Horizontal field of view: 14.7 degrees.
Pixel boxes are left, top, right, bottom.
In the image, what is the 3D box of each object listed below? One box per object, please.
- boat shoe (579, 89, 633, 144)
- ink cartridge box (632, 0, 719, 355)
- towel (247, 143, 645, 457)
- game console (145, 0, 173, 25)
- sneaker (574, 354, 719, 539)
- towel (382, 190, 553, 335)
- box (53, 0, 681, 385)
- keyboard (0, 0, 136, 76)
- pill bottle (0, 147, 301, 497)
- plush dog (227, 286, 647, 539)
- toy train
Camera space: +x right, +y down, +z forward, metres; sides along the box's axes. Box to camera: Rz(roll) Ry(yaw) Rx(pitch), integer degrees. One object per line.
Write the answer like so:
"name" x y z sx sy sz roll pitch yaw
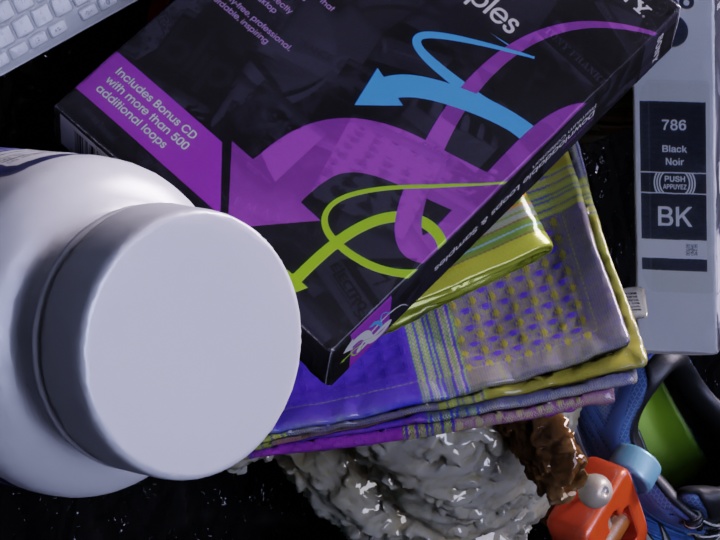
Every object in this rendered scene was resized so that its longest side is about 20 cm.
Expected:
"boat shoe" 0.060 -0.099 1.167 0.199 0.074 0.076 8 87 -40
"ink cartridge box" 0.136 -0.075 1.138 0.099 0.039 0.201 -44 133 -66
"towel" 0.000 0.000 1.083 0.199 0.023 0.144 -9 59 -3
"game console" 0.004 -0.124 1.182 0.199 0.031 0.178 21 82 -39
"sneaker" 0.148 0.111 1.283 0.079 0.089 0.201 -42 121 -27
"towel" -0.007 -0.073 1.079 0.086 0.018 0.201 -22 69 -14
"box" 0.005 -0.074 1.051 0.143 0.036 0.200 40 68 14
"keyboard" -0.154 -0.094 1.044 0.199 0.011 0.057 -31 115 -18
"pill bottle" -0.115 0.017 0.992 0.119 0.199 0.121 -5 98 -38
"plush dog" 0.039 0.070 1.162 0.200 0.160 0.172 -38 152 -19
"toy train" 0.072 0.176 1.232 0.201 0.055 0.150 -59 149 -20
